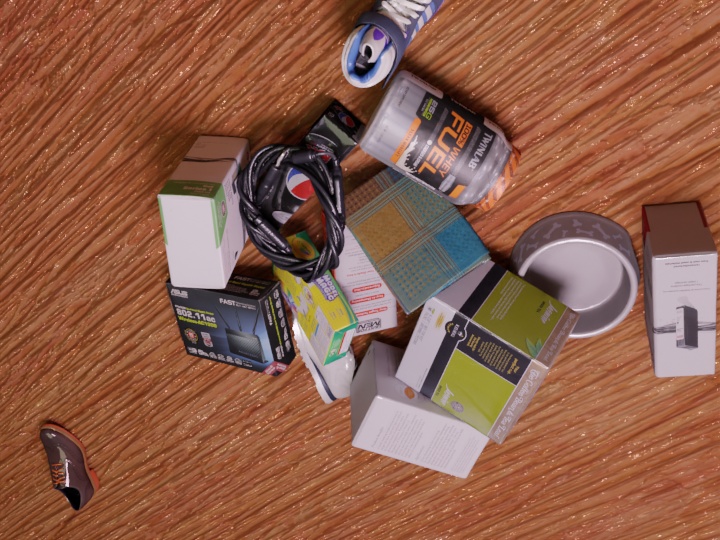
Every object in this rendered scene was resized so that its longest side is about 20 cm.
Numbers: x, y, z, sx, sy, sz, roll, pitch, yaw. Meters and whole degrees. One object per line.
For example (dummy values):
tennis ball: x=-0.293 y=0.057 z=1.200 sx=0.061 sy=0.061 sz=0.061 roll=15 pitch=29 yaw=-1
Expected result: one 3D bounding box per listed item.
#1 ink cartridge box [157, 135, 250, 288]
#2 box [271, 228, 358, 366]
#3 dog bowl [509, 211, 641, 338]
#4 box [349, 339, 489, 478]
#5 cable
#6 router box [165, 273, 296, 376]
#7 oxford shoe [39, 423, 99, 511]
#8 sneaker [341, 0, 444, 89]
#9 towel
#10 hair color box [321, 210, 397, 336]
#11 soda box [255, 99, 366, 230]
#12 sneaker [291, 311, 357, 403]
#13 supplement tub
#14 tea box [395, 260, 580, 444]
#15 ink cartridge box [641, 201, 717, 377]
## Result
ink cartridge box: x=-0.216 y=-0.090 z=1.190 sx=0.084 sy=0.201 sz=0.147 roll=3 pitch=124 yaw=7
box: x=-0.078 y=0.033 z=1.258 sx=0.201 sy=0.048 sz=0.118 roll=57 pitch=153 yaw=22
dog bowl: x=0.319 y=0.014 z=1.220 sx=0.198 sy=0.059 sz=0.201 roll=5 pitch=122 yaw=8
box: x=0.093 y=0.222 z=1.321 sx=0.199 sy=0.153 sz=0.107 roll=19 pitch=117 yaw=-11
cable: x=-0.097 y=-0.076 z=1.156 sx=0.162 sy=0.051 sz=0.202 roll=2 pitch=111 yaw=16
router box: x=-0.212 y=0.081 z=1.347 sx=0.199 sy=0.062 sz=0.151 roll=8 pitch=124 yaw=28
oxford shoe: x=-0.595 y=0.398 z=1.659 sx=0.071 sy=0.073 sz=0.201 roll=-11 pitch=118 yaw=20
sneaker: x=0.046 y=-0.315 z=1.018 sx=0.080 sy=0.147 sz=0.200 roll=34 pitch=123 yaw=-10
towel: x=0.071 y=-0.056 z=1.153 sx=0.146 sy=0.022 sz=0.201 roll=-33 pitch=70 yaw=-4
hair color box: x=0.000 y=0.000 z=1.258 sx=0.101 sy=0.061 sz=0.201 roll=-11 pitch=122 yaw=-14
soda box: x=-0.081 y=-0.151 z=1.196 sx=0.063 sy=0.071 sz=0.200 roll=39 pitch=121 yaw=-12
sneaker: x=-0.055 y=0.132 z=1.378 sx=0.080 sy=0.077 sz=0.201 roll=-17 pitch=124 yaw=12
supplement tub: x=0.109 y=-0.171 z=1.111 sx=0.199 sy=0.123 sz=0.123 roll=29 pitch=124 yaw=-7
tea box: x=0.184 y=0.114 z=1.219 sx=0.196 sy=0.134 sz=0.201 roll=33 pitch=137 yaw=14
ink cartridge box: x=0.444 y=0.028 z=1.147 sx=0.083 sy=0.145 sz=0.201 roll=-4 pitch=121 yaw=15
